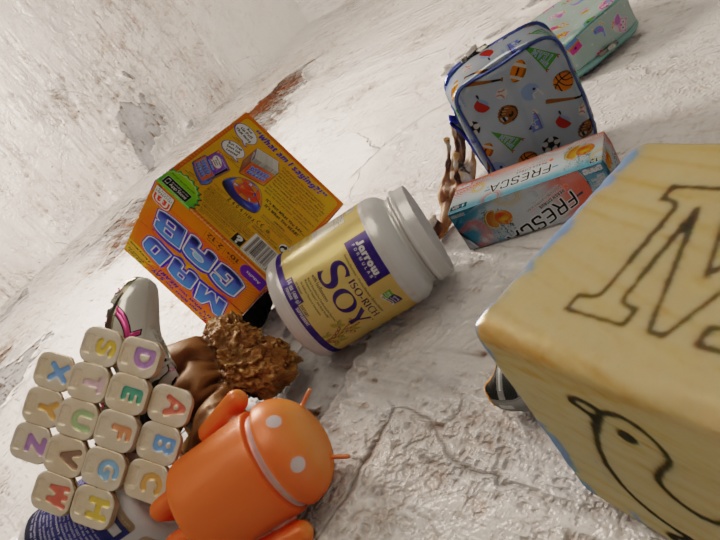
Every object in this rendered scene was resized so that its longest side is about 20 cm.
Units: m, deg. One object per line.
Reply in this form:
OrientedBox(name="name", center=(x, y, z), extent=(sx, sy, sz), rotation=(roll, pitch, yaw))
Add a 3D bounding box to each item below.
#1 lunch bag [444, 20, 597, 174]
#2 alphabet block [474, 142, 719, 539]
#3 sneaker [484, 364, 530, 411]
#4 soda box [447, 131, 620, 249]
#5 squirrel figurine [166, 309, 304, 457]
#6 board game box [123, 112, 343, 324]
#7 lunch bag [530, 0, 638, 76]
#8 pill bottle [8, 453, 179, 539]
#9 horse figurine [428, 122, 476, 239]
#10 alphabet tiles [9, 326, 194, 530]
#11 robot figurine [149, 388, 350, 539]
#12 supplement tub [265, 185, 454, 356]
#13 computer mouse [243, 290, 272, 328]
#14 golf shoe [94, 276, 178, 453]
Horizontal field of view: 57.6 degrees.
OrientedBox(name="lunch bag", center=(0.199, -0.202, 0.829), extent=(0.160, 0.200, 0.076), rotation=(-29, 36, 15))
OrientedBox(name="alphabet block", center=(0.230, 0.053, 0.392), extent=(0.196, 0.195, 0.200), rotation=(-46, 26, -13))
OrientedBox(name="sneaker", center=(0.167, 0.047, 0.614), extent=(0.077, 0.078, 0.200), rotation=(-24, 27, 44))
OrientedBox(name="soda box", center=(0.210, -0.093, 0.793), extent=(0.199, 0.064, 0.069), rotation=(-18, 32, 36))
OrientedBox(name="squirrel figurine", center=(-0.169, 0.148, 0.803), extent=(0.200, 0.142, 0.186), rotation=(-47, 34, -13))
OrientedBox(name="board game box", center=(-0.189, -0.065, 0.977), extent=(0.200, 0.200, 0.200), rotation=(-51, 6, -40))
OrientedBox(name="lunch bag", center=(0.349, -0.387, 1.077), extent=(0.160, 0.077, 0.200), rotation=(-37, 26, -2))
OrientedBox(name="pill bottle", center=(-0.311, 0.302, 0.748), extent=(0.200, 0.116, 0.116), rotation=(-35, 26, 4))
OrientedBox(name="horse figurine", center=(0.134, -0.138, 0.925), extent=(0.050, 0.133, 0.200), rotation=(7, 37, 14))
OrientedBox(name="alphabet tiles", center=(-0.280, 0.165, 0.700), extent=(0.195, 0.015, 0.201), rotation=(13, 82, 14))
OrientedBox(name="robot figurine", center=(-0.111, 0.205, 0.654), extent=(0.200, 0.117, 0.144), rotation=(-35, 27, 5))
OrientedBox(name="supplement tub", center=(0.000, 0.000, 0.813), extent=(0.200, 0.146, 0.146), rotation=(-32, 27, 12))
OrientedBox(name="computer mouse", center=(-0.138, 0.040, 1.057), extent=(0.200, 0.034, 0.059), rotation=(-51, 7, -35))
OrientedBox(name="golf shoe", center=(-0.244, 0.105, 0.751), extent=(0.092, 0.073, 0.201), rotation=(-3, 76, 13))
